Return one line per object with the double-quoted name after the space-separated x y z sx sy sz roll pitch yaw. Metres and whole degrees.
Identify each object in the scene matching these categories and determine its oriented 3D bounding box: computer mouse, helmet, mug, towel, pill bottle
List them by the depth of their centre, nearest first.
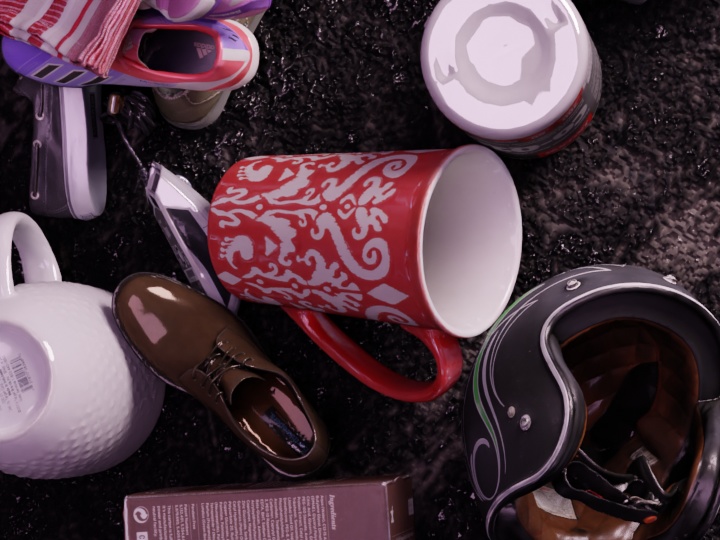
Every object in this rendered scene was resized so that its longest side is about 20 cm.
0.164 0.097 1.427 0.198 0.201 0.192 -2 54 12 "helmet"
0.112 -0.139 1.444 0.113 0.200 0.115 -1 87 11 "pill bottle"
-0.006 -0.005 1.470 0.199 0.133 0.179 5 81 35 "mug"
-0.208 -0.226 1.470 0.200 0.023 0.145 26 91 50 "towel"
-0.242 0.056 1.521 0.147 0.175 0.202 -11 85 11 "mug"
-0.134 -0.050 1.555 0.044 0.110 0.201 -29 94 -12 "computer mouse"

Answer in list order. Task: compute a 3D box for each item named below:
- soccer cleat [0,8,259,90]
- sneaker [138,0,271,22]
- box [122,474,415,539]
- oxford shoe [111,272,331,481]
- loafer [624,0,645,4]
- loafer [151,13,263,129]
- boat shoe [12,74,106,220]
-0.176 -0.166 1.502 0.198 0.073 0.069 6 93 12 "soccer cleat"
-0.127 -0.220 1.477 0.200 0.088 0.081 30 113 52 "sneaker"
-0.065 0.193 1.517 0.198 0.100 0.076 -6 86 12 "box"
-0.098 0.068 1.480 0.200 0.084 0.073 39 81 5 "oxford shoe"
0.189 -0.224 1.472 0.199 0.068 0.071 -16 103 -18 "loafer"
-0.110 -0.207 1.560 0.075 0.070 0.201 15 90 12 "loafer"
-0.237 -0.138 1.589 0.066 0.070 0.202 -3 94 10 "boat shoe"
